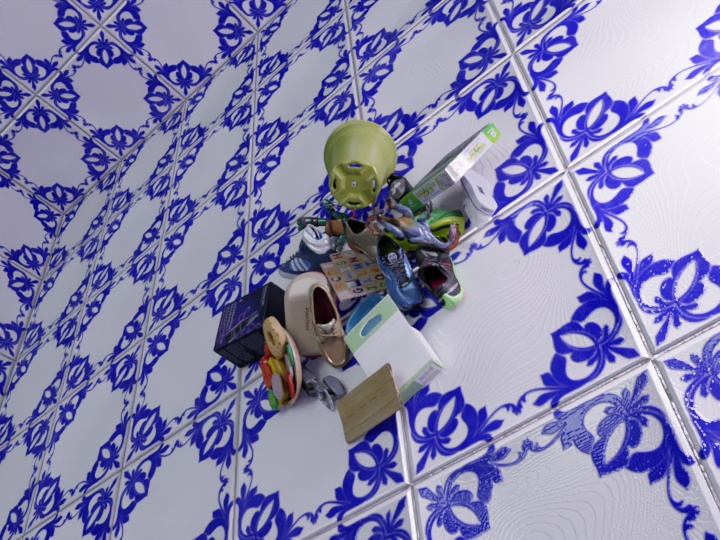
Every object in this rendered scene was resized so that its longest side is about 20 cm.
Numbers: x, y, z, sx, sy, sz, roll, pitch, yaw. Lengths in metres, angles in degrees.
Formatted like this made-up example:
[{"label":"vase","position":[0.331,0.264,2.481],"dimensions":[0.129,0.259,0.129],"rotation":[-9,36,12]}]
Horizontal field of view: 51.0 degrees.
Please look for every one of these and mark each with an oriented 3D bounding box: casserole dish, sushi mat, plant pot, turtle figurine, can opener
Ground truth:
[{"label":"casserole dish","position":[0.040,0.130,1.689],"dimensions":[0.122,0.039,0.200],"rotation":[-52,33,1]},{"label":"sushi mat","position":[0.016,0.273,1.539],"dimensions":[0.200,0.012,0.097],"rotation":[-43,53,41]},{"label":"plant pot","position":[-0.007,-0.253,1.914],"dimensions":[0.199,0.201,0.185],"rotation":[-35,22,22]},{"label":"turtle figurine","position":[-0.074,-0.111,1.997],"dimensions":[0.198,0.100,0.153],"rotation":[-10,92,41]},{"label":"can opener","position":[-0.098,0.257,1.740],"dimensions":[0.066,0.054,0.199],"rotation":[-25,28,-19]}]

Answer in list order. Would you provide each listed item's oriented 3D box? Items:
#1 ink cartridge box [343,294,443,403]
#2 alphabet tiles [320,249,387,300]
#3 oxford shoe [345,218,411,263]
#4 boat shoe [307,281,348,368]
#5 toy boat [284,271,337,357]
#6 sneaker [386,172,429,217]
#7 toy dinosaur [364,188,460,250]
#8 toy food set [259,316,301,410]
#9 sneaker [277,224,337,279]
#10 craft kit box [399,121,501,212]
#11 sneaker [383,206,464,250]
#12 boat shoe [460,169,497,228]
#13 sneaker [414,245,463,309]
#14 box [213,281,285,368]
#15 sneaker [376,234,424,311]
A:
[{"label":"ink cartridge box","position":[0.065,0.171,1.574],"dimensions":[0.145,0.048,0.201],"rotation":[-44,48,12]},{"label":"alphabet tiles","position":[0.000,0.000,1.791],"dimensions":[0.164,0.008,0.201],"rotation":[-13,33,-14]},{"label":"oxford shoe","position":[0.035,-0.071,1.813],"dimensions":[0.198,0.076,0.071],"rotation":[19,52,36]},{"label":"boat shoe","position":[-0.078,0.125,1.713],"dimensions":[0.073,0.203,0.066],"rotation":[-19,-2,-1]},{"label":"toy boat","position":[-0.108,0.105,1.820],"dimensions":[0.128,0.131,0.204],"rotation":[-3,88,14]},{"label":"sneaker","position":[0.110,-0.177,1.840],"dimensions":[0.066,0.090,0.201],"rotation":[-42,35,11]},{"label":"toy dinosaur","position":[0.127,-0.100,1.671],"dimensions":[0.106,0.180,0.200],"rotation":[-58,12,-11]},{"label":"toy food set","position":[-0.192,0.225,1.778],"dimensions":[0.200,0.048,0.201],"rotation":[64,147,31]},{"label":"sneaker","position":[-0.142,-0.050,1.973],"dimensions":[0.198,0.080,0.149],"rotation":[11,105,45]},{"label":"craft kit box","position":[0.202,-0.231,1.712],"dimensions":[0.197,0.049,0.200],"rotation":[-43,6,-30]},{"label":"sneaker","position":[0.149,-0.098,1.737],"dimensions":[0.197,0.075,0.084],"rotation":[-5,31,25]},{"label":"boat shoe","position":[0.252,-0.159,1.680],"dimensions":[0.201,0.070,0.070],"rotation":[-100,32,-56]},{"label":"sneaker","position":[0.161,-0.002,1.626],"dimensions":[0.077,0.084,0.201],"rotation":[-43,35,11]},{"label":"box","position":[-0.277,0.145,1.990],"dimensions":[0.198,0.104,0.150],"rotation":[-28,40,32]},{"label":"sneaker","position":[0.079,0.003,1.680],"dimensions":[0.078,0.090,0.201],"rotation":[-27,55,-2]}]
